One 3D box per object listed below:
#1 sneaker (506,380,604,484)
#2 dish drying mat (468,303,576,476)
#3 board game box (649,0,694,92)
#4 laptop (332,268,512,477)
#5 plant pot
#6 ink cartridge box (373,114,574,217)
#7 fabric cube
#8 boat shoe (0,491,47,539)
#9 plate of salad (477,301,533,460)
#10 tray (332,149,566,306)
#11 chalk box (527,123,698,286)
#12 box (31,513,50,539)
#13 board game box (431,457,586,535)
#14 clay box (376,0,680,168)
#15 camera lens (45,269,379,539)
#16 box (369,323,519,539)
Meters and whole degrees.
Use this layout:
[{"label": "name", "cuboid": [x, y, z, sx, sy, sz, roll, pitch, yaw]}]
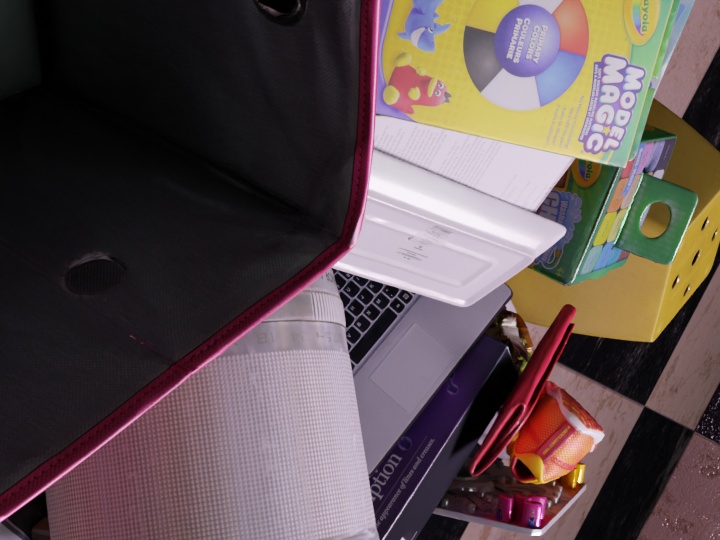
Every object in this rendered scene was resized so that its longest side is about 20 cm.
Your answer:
[{"label": "sneaker", "cuboid": [0.150, 0.136, 0.920, 0.077, 0.073, 0.200, -43, 165, 2]}, {"label": "dish drying mat", "cuboid": [0.135, 0.091, 0.893, 0.077, 0.018, 0.200, -60, 172, 27]}, {"label": "board game box", "cuboid": [0.181, -0.244, 0.824, 0.047, 0.151, 0.200, -108, -143, -71]}, {"label": "laptop", "cuboid": [0.000, 0.000, 0.761, 0.187, 0.200, 0.116, -49, 180, -23]}, {"label": "plant pot", "cuboid": [0.248, -0.047, 1.091, 0.200, 0.176, 0.200, -41, 147, -35]}, {"label": "ink cartridge box", "cuboid": [0.026, -0.075, 0.692, 0.200, 0.050, 0.109, 4, 144, -21]}, {"label": "fabric cube", "cuboid": [-0.130, -0.078, 0.373, 0.200, 0.199, 0.196, -38, 144, -39]}, {"label": "boat shoe", "cuboid": [-0.199, 0.089, 0.558, 0.066, 0.070, 0.200, -61, 155, -30]}, {"label": "plate of salad", "cuboid": [0.119, 0.068, 0.999, 0.200, 0.048, 0.200, 36, 45, -45]}, {"label": "tray", "cuboid": [0.033, -0.018, 0.715, 0.200, 0.022, 0.107, 17, 138, -38]}, {"label": "chalk box", "cuboid": [0.164, -0.070, 0.895, 0.124, 0.200, 0.125, -13, 126, -56]}, {"label": "box", "cuboid": [-0.128, 0.158, 0.694, 0.200, 0.032, 0.121, -50, 141, -62]}, {"label": "board game box", "cuboid": [0.080, 0.174, 0.965, 0.200, 0.200, 0.026, 0, 99, -68]}, {"label": "clay box", "cuboid": [0.091, -0.128, 0.617, 0.200, 0.048, 0.115, 9, 103, -19]}, {"label": "camera lens", "cuboid": [-0.080, 0.079, 0.567, 0.160, 0.160, 0.200, 11, 67, -62]}, {"label": "box", "cuboid": [0.008, 0.119, 0.862, 0.200, 0.141, 0.079, -56, 153, -13]}]
